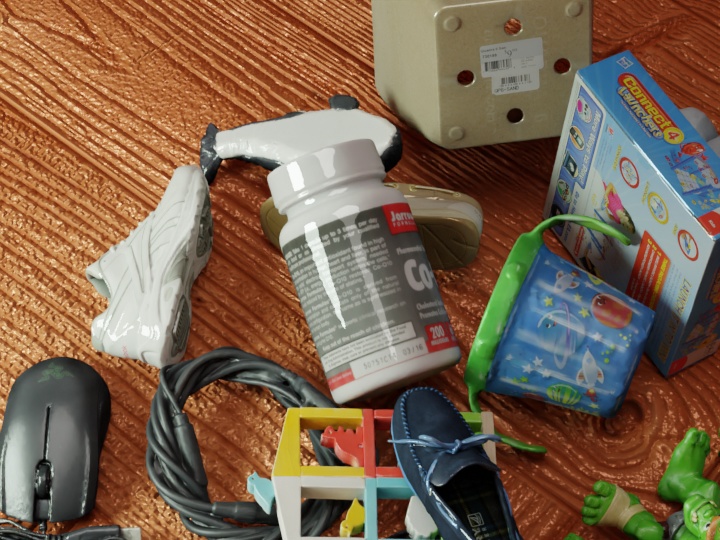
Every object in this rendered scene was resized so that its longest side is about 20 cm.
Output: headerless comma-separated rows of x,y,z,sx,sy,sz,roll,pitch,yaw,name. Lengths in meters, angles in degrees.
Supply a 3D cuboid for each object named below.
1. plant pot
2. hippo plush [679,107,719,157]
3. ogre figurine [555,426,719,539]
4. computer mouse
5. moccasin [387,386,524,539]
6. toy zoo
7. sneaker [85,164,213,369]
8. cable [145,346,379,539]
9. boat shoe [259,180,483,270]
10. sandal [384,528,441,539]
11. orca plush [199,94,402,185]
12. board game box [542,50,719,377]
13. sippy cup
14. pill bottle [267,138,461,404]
0.118,-0.211,1.759,0.198,0.201,0.177,-7,34,-4,plant pot
0.329,-0.075,1.761,0.160,0.160,0.201,-16,36,26,hippo plush
0.262,0.202,1.590,0.199,0.099,0.120,-18,39,-29,ogre figurine
-0.248,0.150,1.644,0.138,0.053,0.201,-3,57,-1,computer mouse
0.086,0.164,1.546,0.080,0.068,0.200,-18,56,-20,moccasin
0.010,0.169,1.592,0.199,0.021,0.132,2,52,-4,toy zoo
-0.186,-0.012,1.738,0.099,0.078,0.201,6,56,10,sneaker
-0.095,0.148,1.654,0.200,0.051,0.163,37,69,17,cable
0.013,-0.044,1.766,0.199,0.074,0.069,8,34,13,boat shoe
0.028,0.241,1.587,0.199,0.048,0.076,-17,59,-11,sandal
-0.047,-0.093,1.793,0.199,0.071,0.106,-11,45,18,orca plush
0.240,-0.046,1.683,0.056,0.200,0.196,-24,60,-20,board game box
0.169,0.055,1.659,0.130,0.179,0.140,23,36,9,sippy cup
0.000,0.000,1.665,0.113,0.114,0.201,-18,83,-11,pill bottle
